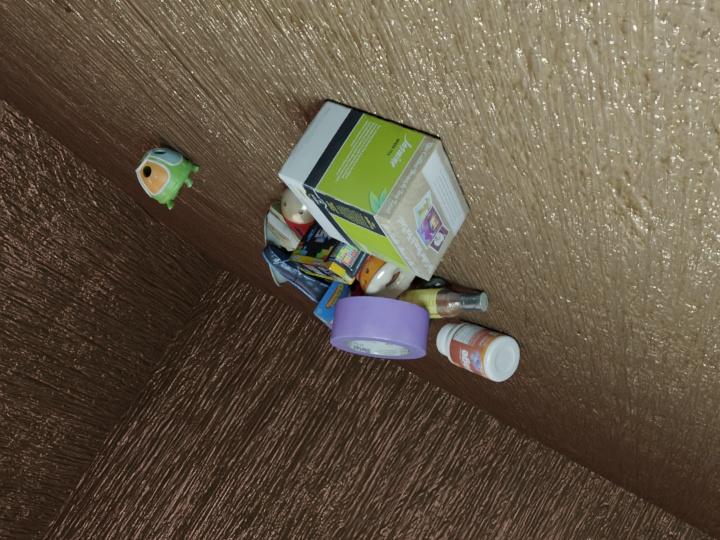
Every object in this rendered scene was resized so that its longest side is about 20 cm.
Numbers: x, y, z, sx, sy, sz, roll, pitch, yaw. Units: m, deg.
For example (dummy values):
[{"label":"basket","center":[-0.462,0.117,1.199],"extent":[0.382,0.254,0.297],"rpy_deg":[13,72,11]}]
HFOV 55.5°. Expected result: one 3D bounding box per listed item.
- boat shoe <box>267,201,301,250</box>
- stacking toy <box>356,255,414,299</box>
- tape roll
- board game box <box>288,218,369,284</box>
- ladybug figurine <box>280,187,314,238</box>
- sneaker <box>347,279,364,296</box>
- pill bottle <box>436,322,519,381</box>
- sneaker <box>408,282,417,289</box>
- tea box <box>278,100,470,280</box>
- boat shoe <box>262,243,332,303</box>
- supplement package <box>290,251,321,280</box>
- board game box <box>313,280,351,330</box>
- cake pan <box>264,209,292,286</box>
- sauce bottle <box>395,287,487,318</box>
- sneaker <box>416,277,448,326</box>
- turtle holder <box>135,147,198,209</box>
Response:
[{"label":"boat shoe","center":[-0.154,-0.082,1.637],"extent":[0.075,0.068,0.200],"rpy_deg":[-11,-134,-41]},{"label":"stacking toy","center":[0.014,-0.035,1.447],"extent":[0.200,0.146,0.146],"rpy_deg":[44,176,26]},{"label":"tape roll","center":[0.041,0.122,1.420],"extent":[0.200,0.085,0.200],"rpy_deg":[6,163,2]},{"label":"board game box","center":[-0.037,-0.066,1.263],"extent":[0.057,0.165,0.200],"rpy_deg":[35,169,-25]},{"label":"ladybug figurine","center":[-0.116,-0.114,1.520],"extent":[0.136,0.072,0.200],"rpy_deg":[26,168,25]},{"label":"sneaker","center":[0.000,0.000,1.539],"extent":[0.075,0.081,0.200],"rpy_deg":[22,-155,-30]},{"label":"pill bottle","center":[0.282,0.192,1.678],"extent":[0.112,0.112,0.200],"rpy_deg":[39,167,-33]},{"label":"sneaker","center":[0.084,0.023,1.616],"extent":[0.200,0.075,0.105],"rpy_deg":[-39,-71,-78]},{"label":"tea box","center":[0.026,-0.110,0.979],"extent":[0.197,0.134,0.200],"rpy_deg":[27,169,28]},{"label":"boat shoe","center":[-0.145,-0.007,1.669],"extent":[0.200,0.069,0.084],"rpy_deg":[37,-154,-20]},{"label":"supplement package","center":[-0.103,-0.015,1.818],"extent":[0.109,0.114,0.200],"rpy_deg":[29,167,15]},{"label":"board game box","center":[-0.011,0.067,1.698],"extent":[0.056,0.200,0.196],"rpy_deg":[28,168,26]},{"label":"cake pan","center":[-0.207,-0.060,1.777],"extent":[0.037,0.201,0.200],"rpy_deg":[-8,162,5]},{"label":"sauce bottle","center":[0.169,0.069,1.442],"extent":[0.200,0.066,0.066],"rpy_deg":[-2,152,31]},{"label":"sneaker","center":[0.155,0.064,1.564],"extent":[0.076,0.091,0.200],"rpy_deg":[28,147,2]},{"label":"turtle holder","center":[-0.521,-0.271,1.838],"extent":[0.132,0.186,0.141],"rpy_deg":[36,137,-24]}]
